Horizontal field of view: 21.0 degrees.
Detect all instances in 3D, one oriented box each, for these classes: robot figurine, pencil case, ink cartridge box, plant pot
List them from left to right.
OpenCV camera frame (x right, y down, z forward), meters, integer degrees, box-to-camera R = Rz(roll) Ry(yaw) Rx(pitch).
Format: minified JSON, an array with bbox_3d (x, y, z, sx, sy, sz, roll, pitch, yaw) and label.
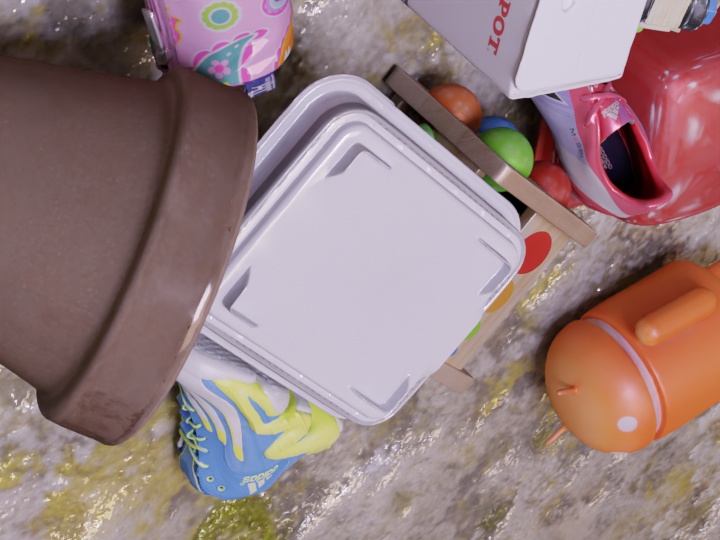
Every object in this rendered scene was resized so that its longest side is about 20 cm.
[{"bbox_3d":[-0.171,-0.029,0.996,0.174,0.200,0.201,21,113,-18],"label":"plant pot"},{"bbox_3d":[-0.089,-0.182,1.010,0.087,0.087,0.200,-31,143,-16],"label":"pencil case"},{"bbox_3d":[0.070,-0.208,1.036,0.086,0.200,0.147,-12,133,-35],"label":"ink cartridge box"},{"bbox_3d":[0.228,0.069,1.515,0.200,0.144,0.117,-29,106,-20],"label":"robot figurine"}]

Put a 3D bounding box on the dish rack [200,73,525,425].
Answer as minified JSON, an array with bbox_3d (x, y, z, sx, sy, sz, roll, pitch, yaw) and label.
[{"bbox_3d":[0.000,0.000,1.115,0.172,0.044,0.200,-50,131,5],"label":"dish rack"}]

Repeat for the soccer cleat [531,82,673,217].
[{"bbox_3d":[0.134,-0.119,1.230,0.067,0.076,0.200,-39,113,-20],"label":"soccer cleat"}]

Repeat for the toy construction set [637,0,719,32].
[{"bbox_3d":[0.172,-0.207,1.061,0.092,0.131,0.200,-5,134,-7],"label":"toy construction set"}]

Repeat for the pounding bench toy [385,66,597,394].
[{"bbox_3d":[0.030,-0.043,1.218,0.156,0.124,0.200,-50,142,8],"label":"pounding bench toy"}]

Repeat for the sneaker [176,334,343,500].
[{"bbox_3d":[-0.090,0.104,1.287,0.105,0.076,0.200,-48,144,6],"label":"sneaker"}]

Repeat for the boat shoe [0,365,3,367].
[{"bbox_3d":[-0.233,0.018,1.074,0.200,0.071,0.063,1,126,-47],"label":"boat shoe"}]

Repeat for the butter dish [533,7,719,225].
[{"bbox_3d":[0.233,-0.107,1.327,0.199,0.148,0.201,-19,137,-28],"label":"butter dish"}]
